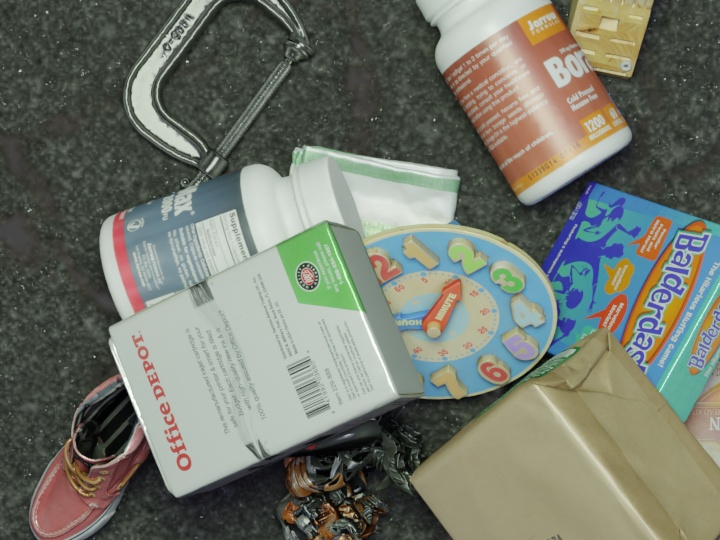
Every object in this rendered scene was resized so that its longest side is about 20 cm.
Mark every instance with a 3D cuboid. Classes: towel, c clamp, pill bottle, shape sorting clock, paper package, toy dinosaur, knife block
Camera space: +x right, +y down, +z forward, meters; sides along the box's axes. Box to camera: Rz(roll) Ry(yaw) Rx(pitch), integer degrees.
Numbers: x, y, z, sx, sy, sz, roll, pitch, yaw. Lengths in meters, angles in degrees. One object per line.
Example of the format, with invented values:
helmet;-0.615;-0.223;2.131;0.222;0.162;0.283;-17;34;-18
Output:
towel;0.000;0.000;1.591;0.148;0.031;0.201;9;87;0
c clamp;-0.111;-0.154;1.600;0.170;0.027;0.201;31;89;0
pill bottle;-0.103;-0.020;1.528;0.199;0.120;0.120;-19;87;9
pill bottle;0.133;-0.165;1.561;0.112;0.112;0.201;-32;88;-3
shape sorting clock;0.060;0.038;1.506;0.199;0.201;0.039;10;42;0
paper package;0.166;0.177;1.448;0.103;0.200;0.191;-34;83;-40
toy dinosaur;-0.018;0.173;1.553;0.135;0.102;0.201;-20;106;17
knife block;0.228;-0.293;1.604;0.064;0.176;0.201;11;132;1

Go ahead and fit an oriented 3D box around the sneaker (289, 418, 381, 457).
sneaker;-0.073;0.101;1.524;0.201;0.067;0.109;-12;79;39

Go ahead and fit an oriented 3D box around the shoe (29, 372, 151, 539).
shoe;-0.222;0.154;1.524;0.072;0.091;0.200;46;105;14

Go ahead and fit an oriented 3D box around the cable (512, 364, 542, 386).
cable;0.204;0.175;1.581;0.162;0.051;0.201;-1;84;-6

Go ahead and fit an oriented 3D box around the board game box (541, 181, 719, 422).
board game box;0.225;0.021;1.516;0.045;0.200;0.153;32;85;-35

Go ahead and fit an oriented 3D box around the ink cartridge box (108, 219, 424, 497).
ink cartridge box;-0.074;0.070;1.427;0.199;0.084;0.147;-25;81;14

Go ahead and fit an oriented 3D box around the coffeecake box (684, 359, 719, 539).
coffeecake box;0.304;0.175;1.540;0.153;0.073;0.201;2;87;-25
